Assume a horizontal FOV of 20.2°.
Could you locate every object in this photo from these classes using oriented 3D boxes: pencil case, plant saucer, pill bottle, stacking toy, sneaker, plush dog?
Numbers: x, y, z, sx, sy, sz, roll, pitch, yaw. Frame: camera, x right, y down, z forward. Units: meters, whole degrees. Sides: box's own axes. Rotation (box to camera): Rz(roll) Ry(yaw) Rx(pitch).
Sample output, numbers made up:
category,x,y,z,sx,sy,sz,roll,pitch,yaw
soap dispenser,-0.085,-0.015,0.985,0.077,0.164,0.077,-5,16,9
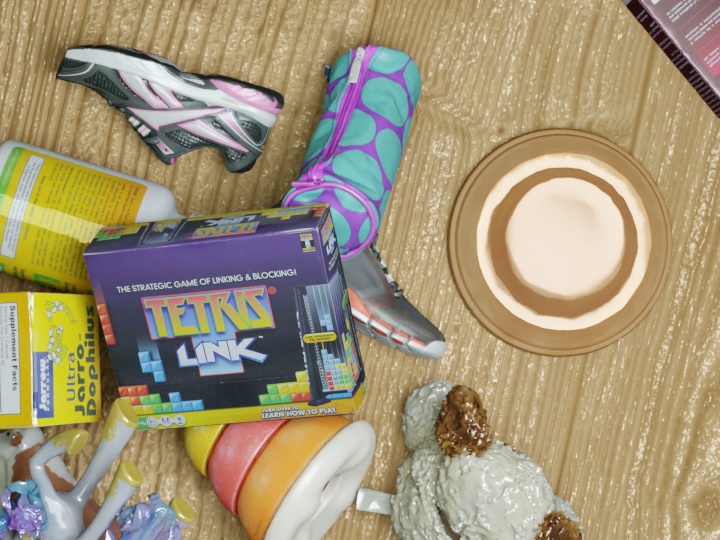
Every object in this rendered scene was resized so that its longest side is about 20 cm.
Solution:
category,x,y,z,sx,sy,sz,roll,pitch,yaw
pencil case,-0.007,-0.103,1.685,0.085,0.201,0.093,-6,131,21
plant saucer,0.175,-0.025,1.761,0.199,0.037,0.202,0,88,-3
pill bottle,-0.222,-0.031,1.710,0.199,0.111,0.112,17,87,-1
stacking toy,-0.099,0.141,1.714,0.200,0.146,0.146,35,87,15
sneaker,0.000,0.000,1.737,0.199,0.077,0.082,35,81,-1
plush dog,0.096,0.191,1.663,0.200,0.172,0.160,47,64,1
sneaker,-0.171,-0.137,1.736,0.199,0.080,0.087,17,98,4

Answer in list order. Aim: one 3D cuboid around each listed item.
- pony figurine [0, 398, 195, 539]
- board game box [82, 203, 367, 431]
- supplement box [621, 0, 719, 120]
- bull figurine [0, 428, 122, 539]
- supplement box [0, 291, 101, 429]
category,x,y,z,sx,sy,sz,roll,pitch,yaw
pony figurine,-0.230,0.231,1.623,0.200,0.166,0.194,-43,64,17
board game box,-0.107,0.040,1.628,0.199,0.057,0.166,-6,115,14
supplement box,0.332,-0.200,1.761,0.109,0.061,0.200,-39,89,-2
bull figurine,-0.261,0.226,1.723,0.200,0.065,0.122,40,91,2
supplement box,-0.326,0.076,1.670,0.199,0.109,0.110,-3,88,23
